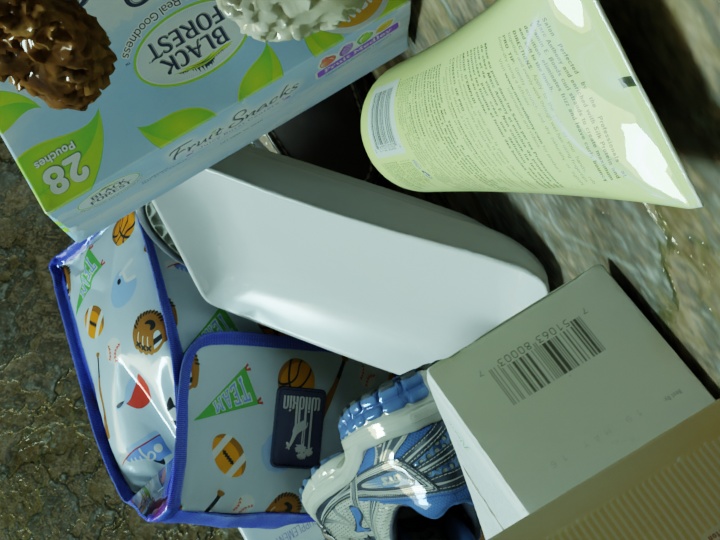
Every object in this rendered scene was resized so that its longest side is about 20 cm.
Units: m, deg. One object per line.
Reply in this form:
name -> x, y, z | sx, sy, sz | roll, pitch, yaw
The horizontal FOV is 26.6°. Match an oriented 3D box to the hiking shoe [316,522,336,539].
hiking shoe -> 0.016, 0.098, 1.016 | 0.101, 0.076, 0.200 | 13, -109, -53

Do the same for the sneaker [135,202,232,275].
sneaker -> -0.074, -0.070, 0.872 | 0.202, 0.077, 0.146 | 14, -141, -52

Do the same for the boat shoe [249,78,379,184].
boat shoe -> -0.048, -0.119, 0.753 | 0.200, 0.073, 0.065 | 61, 178, -11

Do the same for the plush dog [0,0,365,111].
plush dog -> -0.088, -0.151, 0.489 | 0.200, 0.172, 0.160 | 61, 173, -7

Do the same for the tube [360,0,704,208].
tube -> 0.048, -0.051, 0.481 | 0.058, 0.052, 0.200 | 19, 177, -12

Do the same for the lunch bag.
lunch bag -> -0.073, 0.059, 0.914 | 0.170, 0.124, 0.200 | 8, -127, -39

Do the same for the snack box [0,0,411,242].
snack box -> -0.099, -0.141, 0.631 | 0.200, 0.169, 0.068 | 58, 176, 8

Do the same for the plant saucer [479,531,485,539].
plant saucer -> 0.081, 0.168, 0.841 | 0.200, 0.032, 0.200 | 163, 90, -77

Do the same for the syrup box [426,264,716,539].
syrup box -> 0.094, 0.096, 0.606 | 0.081, 0.079, 0.200 | 54, 172, 35

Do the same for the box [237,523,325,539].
box -> -0.002, 0.155, 1.114 | 0.200, 0.184, 0.105 | 59, 171, 4

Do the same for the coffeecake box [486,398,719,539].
coffeecake box -> 0.094, 0.153, 0.537 | 0.073, 0.153, 0.200 | 55, 172, 36

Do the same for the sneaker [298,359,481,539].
sneaker -> 0.021, 0.126, 0.806 | 0.085, 0.077, 0.200 | 62, 164, 20

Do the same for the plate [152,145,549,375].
plate -> 0.000, 0.000, 0.737 | 0.200, 0.032, 0.200 | 19, 160, 14
